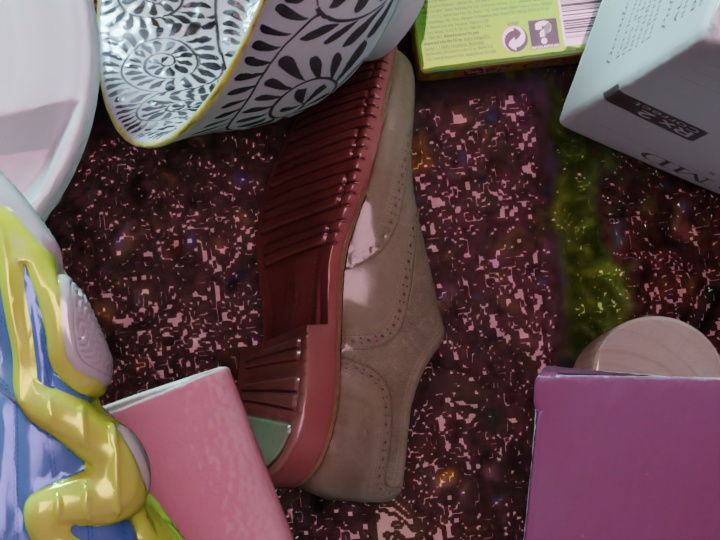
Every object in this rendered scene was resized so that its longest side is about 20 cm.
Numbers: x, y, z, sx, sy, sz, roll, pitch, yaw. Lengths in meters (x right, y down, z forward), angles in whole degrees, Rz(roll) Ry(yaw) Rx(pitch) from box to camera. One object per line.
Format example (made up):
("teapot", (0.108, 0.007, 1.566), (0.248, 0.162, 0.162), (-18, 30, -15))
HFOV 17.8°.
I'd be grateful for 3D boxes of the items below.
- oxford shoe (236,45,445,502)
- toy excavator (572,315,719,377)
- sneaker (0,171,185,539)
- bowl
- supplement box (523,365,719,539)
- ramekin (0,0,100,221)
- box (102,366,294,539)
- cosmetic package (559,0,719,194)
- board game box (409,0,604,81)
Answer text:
("oxford shoe", (0.000, 0.000, 0.967), (0.074, 0.070, 0.202), (20, 74, -30))
("toy excavator", (0.082, 0.139, 0.931), (0.199, 0.100, 0.196), (-21, 84, -17))
("sneaker", (-0.128, 0.064, 0.786), (0.104, 0.076, 0.201), (-25, 88, -12))
("bowl", (-0.027, -0.138, 0.937), (0.094, 0.200, 0.203), (13, 80, -26))
("supplement box", (0.158, 0.116, 0.868), (0.199, 0.103, 0.132), (14, 80, -43))
("ramekin", (-0.202, -0.077, 0.952), (0.200, 0.094, 0.204), (0, 81, 0))
("box", (-0.072, 0.152, 0.889), (0.108, 0.128, 0.201), (-20, 87, -13))
("cosmetic package", (0.199, -0.115, 0.896), (0.164, 0.200, 0.166), (22, 81, -7))
("board game box", (0.058, -0.187, 1.003), (0.095, 0.030, 0.202), (-7, 84, -5))
